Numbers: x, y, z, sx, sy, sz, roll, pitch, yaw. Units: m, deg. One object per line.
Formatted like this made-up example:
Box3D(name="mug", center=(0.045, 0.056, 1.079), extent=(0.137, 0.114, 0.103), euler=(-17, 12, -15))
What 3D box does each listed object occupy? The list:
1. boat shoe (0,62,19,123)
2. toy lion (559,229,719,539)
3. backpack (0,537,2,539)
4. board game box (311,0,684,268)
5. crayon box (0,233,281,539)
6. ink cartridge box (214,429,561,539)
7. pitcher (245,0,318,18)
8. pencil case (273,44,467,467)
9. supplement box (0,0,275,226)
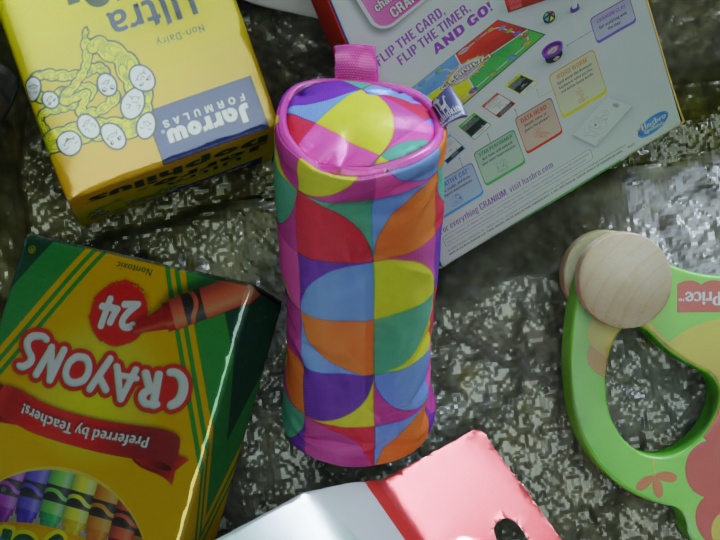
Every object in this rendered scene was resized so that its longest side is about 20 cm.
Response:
Box3D(name="boat shoe", center=(-0.252, -0.113, 0.871), extent=(0.199, 0.073, 0.065), euler=(33, 58, 6))
Box3D(name="toy lion", center=(0.202, 0.076, 0.940), extent=(0.198, 0.069, 0.193), euler=(1, 92, -4))
Box3D(name="backpack", center=(-0.252, 0.183, 0.839), extent=(0.134, 0.199, 0.184), euler=(-20, 110, -44))
Box3D(name="board game box", center=(0.065, -0.117, 0.890), extent=(0.152, 0.040, 0.201), euler=(-30, 130, -7))
Box3D(name="crayon box", center=(-0.126, 0.093, 0.887), extent=(0.126, 0.051, 0.201), euler=(12, 81, 19))
Box3D(name="ink cartridge box", center=(0.032, 0.165, 0.845), extent=(0.199, 0.050, 0.161), euler=(-26, 69, -29))
Box3D(name="pitcher", center=(-0.017, -0.246, 0.886), extent=(0.121, 0.172, 0.201), euler=(16, 75, 14))
Box3D(name="pencil case", center=(0.000, 0.000, 0.868), extent=(0.088, 0.089, 0.201), euler=(-1, 129, -5))
Box3D(name="supplement box", center=(-0.124, -0.137, 0.903), extent=(0.108, 0.110, 0.201), euler=(-20, 87, -6))
